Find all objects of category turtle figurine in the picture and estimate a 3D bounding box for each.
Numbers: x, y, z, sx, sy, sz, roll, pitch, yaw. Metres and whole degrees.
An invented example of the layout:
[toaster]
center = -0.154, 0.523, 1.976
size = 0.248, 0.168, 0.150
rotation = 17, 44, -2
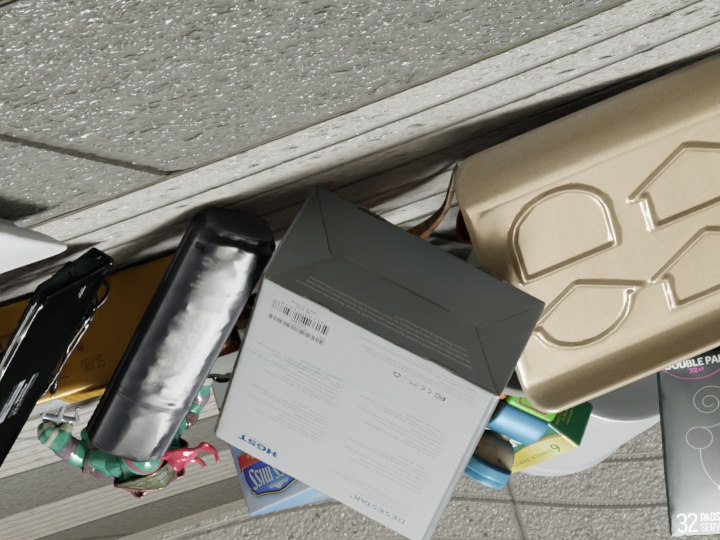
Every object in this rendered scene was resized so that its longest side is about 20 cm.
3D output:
[turtle figurine]
center = -0.181, 0.131, 2.139
size = 0.149, 0.101, 0.200
rotation = -15, 177, -8

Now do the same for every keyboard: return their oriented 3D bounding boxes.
[keyboard]
center = -0.211, 0.062, 1.577
size = 0.201, 0.040, 0.104
rotation = -57, 167, 31

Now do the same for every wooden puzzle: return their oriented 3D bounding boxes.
[wooden puzzle]
center = 0.159, -0.025, 1.589
size = 0.184, 0.046, 0.201
rotation = -23, 131, -1

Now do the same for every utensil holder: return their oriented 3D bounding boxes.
[utensil holder]
center = 0.177, 0.064, 2.154
size = 0.169, 0.171, 0.200
rotation = -14, 169, -16

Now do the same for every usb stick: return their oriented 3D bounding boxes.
[usb stick]
center = -0.108, 0.041, 1.590
size = 0.055, 0.033, 0.201
rotation = 14, 130, -19

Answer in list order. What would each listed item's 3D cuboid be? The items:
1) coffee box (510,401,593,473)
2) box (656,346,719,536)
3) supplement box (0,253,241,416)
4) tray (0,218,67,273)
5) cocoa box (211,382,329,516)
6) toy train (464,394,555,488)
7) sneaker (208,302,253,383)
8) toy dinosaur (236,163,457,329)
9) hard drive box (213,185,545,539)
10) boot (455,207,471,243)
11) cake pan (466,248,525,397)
[coffee box]
center = 0.065, 0.080, 2.021
size = 0.200, 0.044, 0.123
rotation = 38, 143, -22
[box]
center = 0.294, 0.076, 1.741
size = 0.198, 0.149, 0.125
rotation = -4, -149, 8
[supplement box]
center = -0.178, 0.046, 1.662
size = 0.199, 0.067, 0.069
rotation = -16, 174, 0
[tray]
center = -0.261, 0.007, 1.386
size = 0.199, 0.022, 0.107
rotation = -19, 172, 13
[cocoa box]
center = -0.012, 0.108, 2.169
size = 0.133, 0.132, 0.200
rotation = -11, 170, -32
[toy train]
center = 0.053, 0.072, 1.900
size = 0.199, 0.116, 0.085
rotation = 24, -172, -26
[sneaker]
center = -0.065, 0.059, 1.928
size = 0.199, 0.080, 0.074
rotation = -17, 174, 14
[toy dinosaur]
center = 0.000, 0.000, 1.698
size = 0.199, 0.061, 0.106
rotation = -29, 178, 15
[hard drive box]
center = 0.007, 0.061, 1.614
size = 0.077, 0.155, 0.200
rotation = -60, 176, -33
[boot]
center = 0.117, -0.003, 1.664
size = 0.143, 0.073, 0.201
rotation = -12, 131, -24
[cake pan]
center = 0.147, -0.002, 1.769
size = 0.199, 0.037, 0.201
rotation = -21, 139, -19
